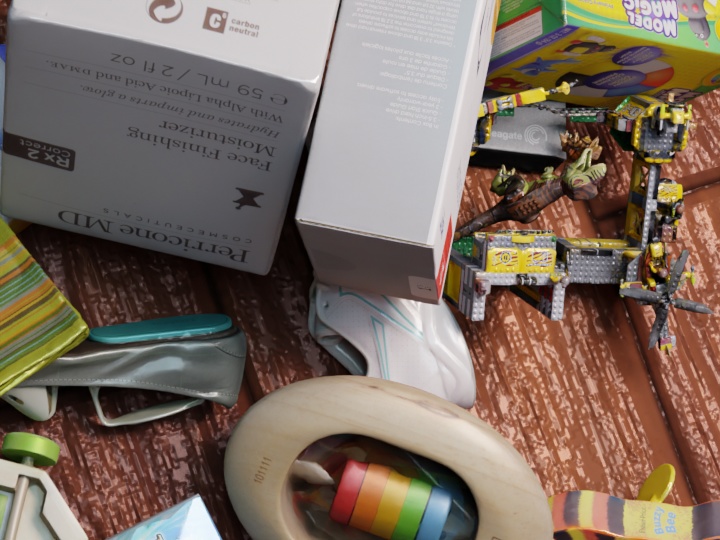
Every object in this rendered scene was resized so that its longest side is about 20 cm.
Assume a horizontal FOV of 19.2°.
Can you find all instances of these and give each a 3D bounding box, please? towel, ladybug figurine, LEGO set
[{"bbox_3d":[-0.242,-0.018,1.188,0.086,0.018,0.200,-34,75,-23],"label":"towel"},{"bbox_3d":[0.020,0.127,1.224,0.199,0.072,0.137,24,108,-1],"label":"ladybug figurine"},{"bbox_3d":[0.125,-0.037,1.274,0.198,0.116,0.155,9,101,-19],"label":"LEGO set"}]

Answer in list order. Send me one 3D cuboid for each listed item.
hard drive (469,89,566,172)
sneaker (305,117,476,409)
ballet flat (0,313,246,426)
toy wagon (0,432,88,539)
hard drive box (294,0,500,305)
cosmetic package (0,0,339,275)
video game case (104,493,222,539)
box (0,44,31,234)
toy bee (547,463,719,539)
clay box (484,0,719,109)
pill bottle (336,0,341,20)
[{"bbox_3d":[0.062,-0.167,1.367,0.138,0.033,0.202,6,72,-14],"label":"hard drive"},{"bbox_3d":[0.000,0.000,1.278,0.080,0.070,0.201,-20,77,-8],"label":"sneaker"},{"bbox_3d":[-0.163,0.059,1.221,0.198,0.067,0.064,1,103,-12],"label":"ballet flat"},{"bbox_3d":[-0.254,0.155,1.176,0.198,0.040,0.156,15,69,-9],"label":"toy wagon"},{"bbox_3d":[0.025,-0.098,1.167,0.076,0.156,0.202,11,80,6],"label":"hard drive box"},{"bbox_3d":[-0.101,-0.129,1.173,0.164,0.200,0.166,13,59,-3],"label":"cosmetic package"},{"bbox_3d":[-0.123,0.249,1.139,0.180,0.045,0.201,-25,83,-23],"label":"video game case"},{"bbox_3d":[-0.255,-0.058,1.243,0.200,0.041,0.119,-38,85,-20],"label":"box"},{"bbox_3d":[0.193,0.161,1.254,0.198,0.109,0.131,4,37,-20],"label":"toy bee"},{"bbox_3d":[0.163,-0.139,1.312,0.199,0.115,0.048,6,73,-35],"label":"clay box"},{"bbox_3d":[-0.045,-0.261,1.327,0.108,0.109,0.202,9,70,-12],"label":"pill bottle"}]
